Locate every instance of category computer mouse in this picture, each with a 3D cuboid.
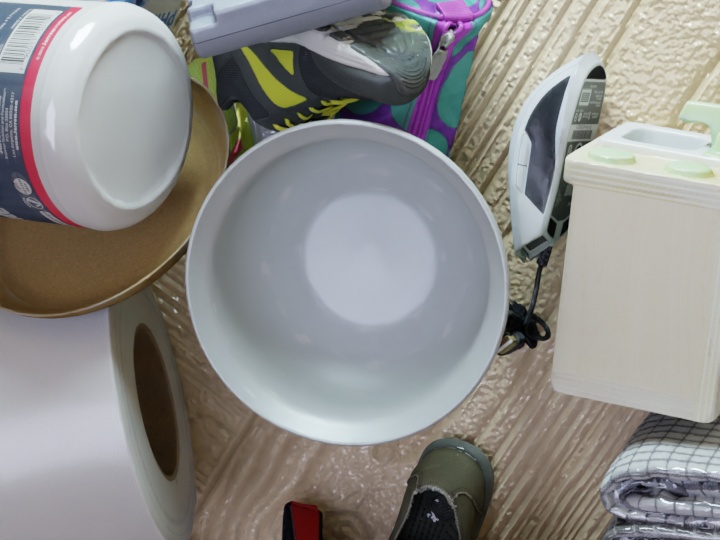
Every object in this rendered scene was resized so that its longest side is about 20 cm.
[{"bbox_3d":[0.111,-0.045,1.359,0.044,0.110,0.201,17,98,21],"label":"computer mouse"}]

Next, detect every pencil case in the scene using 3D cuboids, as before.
[{"bbox_3d":[0.024,-0.089,1.377,0.085,0.092,0.201,5,110,-19],"label":"pencil case"}]

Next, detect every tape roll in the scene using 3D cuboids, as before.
[{"bbox_3d":[-0.203,0.102,1.437,0.139,0.203,0.203,-13,98,7],"label":"tape roll"}]

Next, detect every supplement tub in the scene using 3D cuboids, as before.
[{"bbox_3d":[-0.219,-0.103,1.345,0.199,0.140,0.141,8,106,32],"label":"supplement tub"}]

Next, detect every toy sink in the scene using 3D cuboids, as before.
[{"bbox_3d":[0.189,-0.028,1.305,0.112,0.130,0.201,11,107,19],"label":"toy sink"}]

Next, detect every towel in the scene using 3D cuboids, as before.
[{"bbox_3d":[0.259,0.137,1.298,0.199,0.166,0.086,4,107,22],"label":"towel"}]

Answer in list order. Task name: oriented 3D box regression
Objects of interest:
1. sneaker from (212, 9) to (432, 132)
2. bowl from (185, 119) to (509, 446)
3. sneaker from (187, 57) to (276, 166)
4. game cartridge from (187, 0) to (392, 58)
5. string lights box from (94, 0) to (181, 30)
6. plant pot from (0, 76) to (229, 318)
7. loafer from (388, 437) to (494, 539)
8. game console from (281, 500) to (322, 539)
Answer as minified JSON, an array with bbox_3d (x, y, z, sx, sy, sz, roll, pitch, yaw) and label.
[{"bbox_3d":[-0.024,-0.121,1.317,0.200,0.074,0.085,25,119,51],"label":"sneaker"},{"bbox_3d":[0.000,0.000,1.312,0.200,0.090,0.202,3,104,13],"label":"bowl"},{"bbox_3d":[-0.078,-0.057,1.438,0.090,0.078,0.201,-5,90,23],"label":"sneaker"},{"bbox_3d":[-0.039,-0.195,1.312,0.133,0.200,0.041,-18,119,8],"label":"game cartridge"},{"bbox_3d":[-0.136,-0.251,1.394,0.059,0.103,0.201,26,110,12],"label":"string lights box"},{"bbox_3d":[-0.171,-0.047,1.391,0.199,0.201,0.028,-7,144,23],"label":"plant pot"},{"bbox_3d":[0.038,0.213,1.456,0.075,0.070,0.201,14,107,18],"label":"loafer"},{"bbox_3d":[-0.044,0.273,1.449,0.031,0.177,0.201,2,105,-1],"label":"game console"}]
